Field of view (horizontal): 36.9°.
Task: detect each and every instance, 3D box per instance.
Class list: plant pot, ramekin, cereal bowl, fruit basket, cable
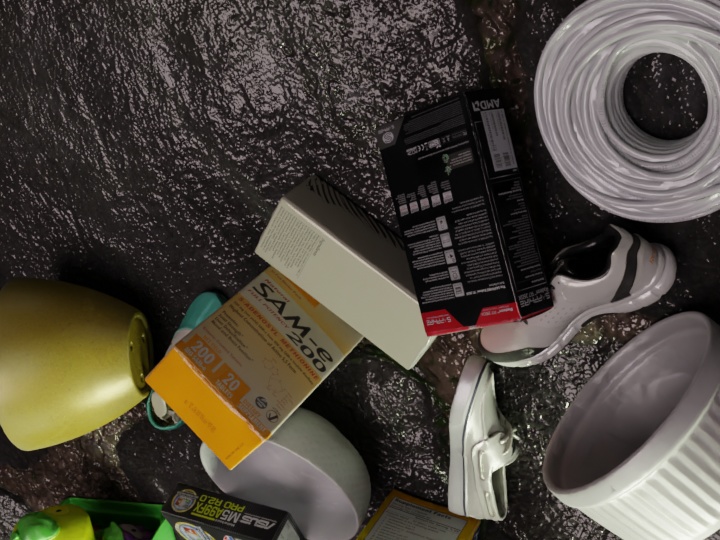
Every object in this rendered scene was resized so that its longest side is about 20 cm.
[{"bbox_3d":[-0.320,0.103,1.245,0.142,0.200,0.201,-4,114,5],"label":"plant pot"},{"bbox_3d":[0.262,0.143,0.921,0.105,0.200,0.200,40,127,-6],"label":"ramekin"},{"bbox_3d":[-0.073,0.211,1.192,0.200,0.083,0.200,21,144,16],"label":"cereal bowl"},{"bbox_3d":[-0.360,0.350,1.394,0.215,0.156,0.216,15,135,16],"label":"fruit basket"},{"bbox_3d":[0.243,-0.137,0.864,0.200,0.069,0.200,-35,94,38],"label":"cable"}]

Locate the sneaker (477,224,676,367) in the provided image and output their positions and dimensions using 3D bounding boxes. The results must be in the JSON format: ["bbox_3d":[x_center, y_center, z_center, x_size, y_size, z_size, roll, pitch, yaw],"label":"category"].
[{"bbox_3d":[0.177,0.019,0.963,0.080,0.074,0.200,29,129,-36],"label":"sneaker"}]

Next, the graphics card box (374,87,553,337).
[{"bbox_3d":[0.089,-0.049,0.955,0.125,0.051,0.201,-15,91,52],"label":"graphics card box"}]

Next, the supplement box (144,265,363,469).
[{"bbox_3d":[-0.101,0.086,1.087,0.126,0.200,0.074,46,131,0],"label":"supplement box"}]

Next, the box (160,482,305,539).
[{"bbox_3d":[-0.127,0.341,1.283,0.160,0.044,0.200,8,139,28],"label":"box"}]

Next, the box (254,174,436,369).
[{"bbox_3d":[0.000,0.000,1.069,0.200,0.068,0.082,38,127,7],"label":"box"}]

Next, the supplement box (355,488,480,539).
[{"bbox_3d":[0.040,0.344,1.140,0.109,0.200,0.110,15,121,23],"label":"supplement box"}]

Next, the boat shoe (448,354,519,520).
[{"bbox_3d":[0.127,0.174,1.087,0.066,0.072,0.200,12,120,19],"label":"boat shoe"}]

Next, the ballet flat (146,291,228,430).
[{"bbox_3d":[-0.199,0.114,1.238,0.067,0.070,0.200,33,126,11],"label":"ballet flat"}]
